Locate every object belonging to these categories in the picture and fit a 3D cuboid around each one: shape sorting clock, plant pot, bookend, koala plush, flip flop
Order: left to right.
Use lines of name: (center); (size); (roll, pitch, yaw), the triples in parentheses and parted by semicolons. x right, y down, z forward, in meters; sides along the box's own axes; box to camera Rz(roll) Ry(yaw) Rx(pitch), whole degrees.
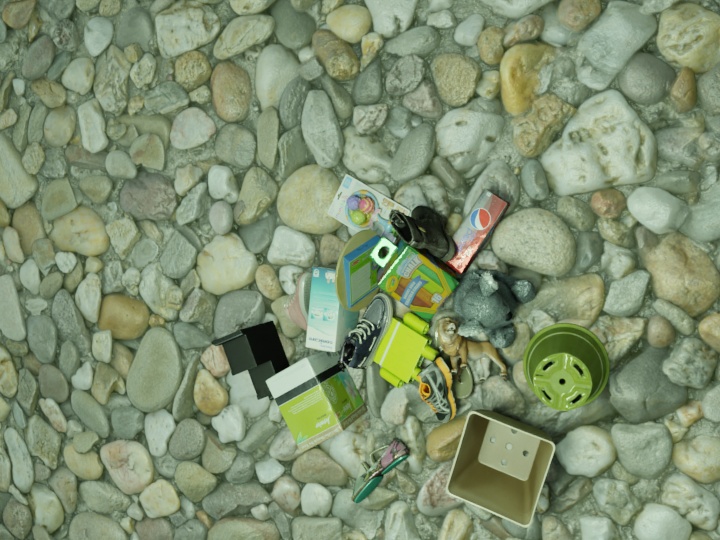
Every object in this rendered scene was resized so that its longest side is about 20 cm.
bookend: (-0.268, 0.248, 1.800); (0.091, 0.198, 0.203); (-22, 87, 16)
shape sorting clock: (0.000, 0.000, 1.696); (0.039, 0.199, 0.203); (19, 99, 32)
flip flop: (0.222, 0.216, 1.702); (0.080, 0.057, 0.203); (-12, 89, 19)
koala plush: (0.284, 0.081, 1.598); (0.182, 0.200, 0.179); (26, 101, 16)
plant pot: (0.332, 0.432, 1.613); (0.197, 0.177, 0.203); (18, 98, 17)
plant pot: (0.453, 0.230, 1.554); (0.197, 0.190, 0.204); (1, 93, 20)

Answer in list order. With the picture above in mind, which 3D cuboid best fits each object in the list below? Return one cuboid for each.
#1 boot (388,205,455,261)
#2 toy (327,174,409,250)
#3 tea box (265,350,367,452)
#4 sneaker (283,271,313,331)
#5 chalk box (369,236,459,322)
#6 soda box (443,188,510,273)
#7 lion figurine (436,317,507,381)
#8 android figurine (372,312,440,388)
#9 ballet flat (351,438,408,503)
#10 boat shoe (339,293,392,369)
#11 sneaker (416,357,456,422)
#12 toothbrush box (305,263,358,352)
boot: (0.129, -0.108, 1.627); (0.069, 0.173, 0.201); (-50, 45, 20)
toy: (0.013, -0.148, 1.759); (0.198, 0.047, 0.116); (31, 101, 14)
tea box: (-0.106, 0.316, 1.747); (0.133, 0.200, 0.199); (-29, 85, 18)
sneaker: (-0.157, 0.074, 1.779); (0.104, 0.075, 0.202); (21, 141, 26)
chalk box: (0.116, 0.002, 1.658); (0.199, 0.124, 0.125); (34, 105, -10)
soda box: (0.273, -0.093, 1.664); (0.070, 0.063, 0.201); (36, 104, 14)
lion figurine: (0.268, 0.191, 1.663); (0.072, 0.198, 0.124); (-43, 36, 43)
android figurine: (0.101, 0.195, 1.737); (0.199, 0.041, 0.184); (29, 102, 31)
ballet flat: (0.039, 0.507, 1.785); (0.200, 0.069, 0.071); (-47, 61, 12)
boat shoe: (0.013, 0.153, 1.717); (0.074, 0.092, 0.203); (22, 99, 31)
sneaker: (0.179, 0.294, 1.674); (0.076, 0.078, 0.202); (-23, 127, -13)
toothbrush box: (-0.064, 0.091, 1.748); (0.084, 0.146, 0.203); (7, 96, 20)
